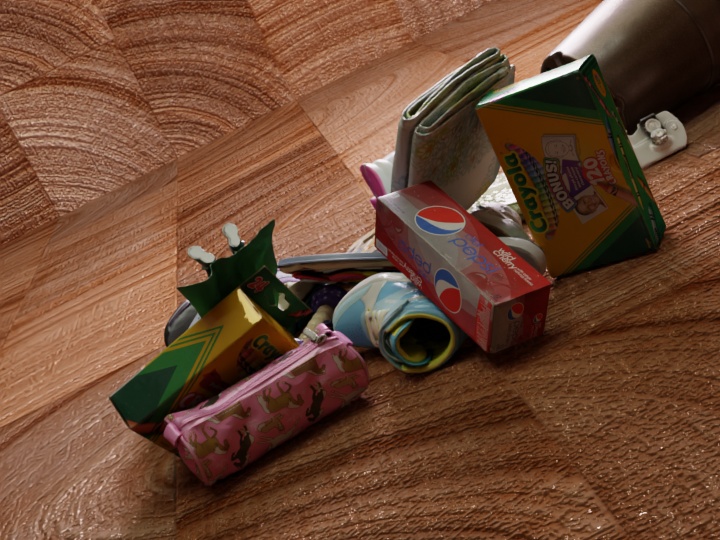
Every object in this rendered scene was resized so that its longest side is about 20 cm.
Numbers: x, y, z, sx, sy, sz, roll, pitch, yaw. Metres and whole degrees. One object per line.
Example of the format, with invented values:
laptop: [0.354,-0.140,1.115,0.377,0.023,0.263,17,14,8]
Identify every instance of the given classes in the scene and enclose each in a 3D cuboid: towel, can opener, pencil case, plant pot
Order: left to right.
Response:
pencil case: [-0.091,0.129,1.342,0.200,0.087,0.083,-32,9,-12]
towel: [0.092,-0.122,1.471,0.048,0.200,0.171,32,51,25]
towel: [0.159,-0.087,1.749,0.200,0.036,0.148,-15,18,36]
can opener: [0.298,-0.126,1.653,0.200,0.053,0.066,-26,-19,-5]
plant pot: [0.351,-0.267,1.776,0.198,0.200,0.200,-41,19,-18]

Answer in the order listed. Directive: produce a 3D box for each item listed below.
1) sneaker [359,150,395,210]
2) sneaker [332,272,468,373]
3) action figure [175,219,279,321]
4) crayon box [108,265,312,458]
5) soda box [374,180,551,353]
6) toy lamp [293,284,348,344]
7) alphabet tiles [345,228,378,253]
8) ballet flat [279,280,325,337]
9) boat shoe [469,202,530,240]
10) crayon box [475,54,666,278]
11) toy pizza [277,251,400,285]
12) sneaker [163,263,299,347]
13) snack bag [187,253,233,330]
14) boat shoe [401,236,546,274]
sneaker: [0.063,-0.084,1.599,0.088,0.081,0.200,-31,-17,-3]
sneaker: [0.031,0.057,1.402,0.200,0.080,0.131,-16,17,36]
action figure: [-0.125,0.036,1.411,0.118,0.200,0.055,-32,55,-16]
crayon box: [-0.135,0.096,1.380,0.200,0.127,0.051,-41,59,2]
soda box: [0.095,-0.006,1.339,0.070,0.063,0.200,-19,43,-26]
toy lamp: [-0.057,0.077,1.527,0.058,0.058,0.200,-20,14,23]
alphabet tiles: [0.035,-0.050,1.791,0.200,0.008,0.167,-36,8,30]
ballet flat: [-0.096,0.055,1.623,0.069,0.069,0.200,-21,8,19]
boat shoe: [0.150,-0.047,1.564,0.069,0.071,0.200,-32,15,-13]
crayon box: [0.213,-0.103,1.397,0.119,0.200,0.058,-17,17,31]
toy pizza: [0.000,0.000,1.621,0.200,0.032,0.200,-2,-2,0]
sneaker: [-0.151,0.051,1.739,0.200,0.074,0.088,-29,20,-13]
snack bag: [-0.172,0.065,1.545,0.200,0.021,0.189,-59,10,2]
boat shoe: [0.122,-0.004,1.479,0.200,0.071,0.070,-21,20,44]
